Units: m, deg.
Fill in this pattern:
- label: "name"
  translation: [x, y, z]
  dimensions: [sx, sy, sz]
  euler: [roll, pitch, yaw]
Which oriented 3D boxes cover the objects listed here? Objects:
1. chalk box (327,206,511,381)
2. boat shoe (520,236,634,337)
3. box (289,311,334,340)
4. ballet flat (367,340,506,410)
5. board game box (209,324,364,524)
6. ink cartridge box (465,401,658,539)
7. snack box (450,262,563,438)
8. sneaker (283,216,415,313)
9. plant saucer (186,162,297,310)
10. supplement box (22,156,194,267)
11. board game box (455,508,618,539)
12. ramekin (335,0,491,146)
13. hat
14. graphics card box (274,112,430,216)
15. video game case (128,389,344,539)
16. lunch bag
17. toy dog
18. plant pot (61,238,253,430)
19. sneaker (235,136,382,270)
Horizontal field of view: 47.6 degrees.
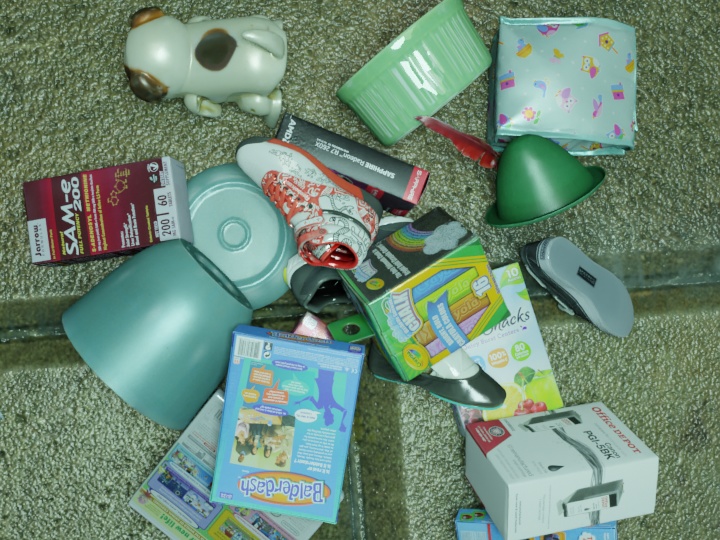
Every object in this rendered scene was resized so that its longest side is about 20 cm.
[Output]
- label: "chalk box"
  translation: [0.056, 0.038, 0.988]
  dimensions: [0.198, 0.125, 0.125]
  euler: [-31, 117, -5]
- label: "boat shoe"
  translation: [0.293, 0.026, 1.108]
  dimensions: [0.198, 0.068, 0.074]
  euler: [32, 71, -27]
- label: "box"
  translation: [-0.088, 0.159, 1.046]
  dimensions: [0.095, 0.100, 0.201]
  euler: [35, 84, -3]
- label: "ballet flat"
  translation: [0.091, 0.121, 1.035]
  dimensions: [0.198, 0.068, 0.069]
  euler: [11, 117, 31]
- label: "board game box"
  translation: [-0.083, 0.175, 0.931]
  dimensions: [0.150, 0.045, 0.203]
  euler: [10, 98, 0]
- label: "ink cartridge box"
  translation: [0.246, 0.245, 1.020]
  dimensions: [0.197, 0.147, 0.084]
  euler: [-7, 111, -12]
- label: "snack box"
  translation: [0.173, 0.108, 1.098]
  dimensions: [0.140, 0.053, 0.203]
  euler: [-17, 88, -7]
- label: "sneaker"
  translation: [0.000, 0.000, 1.066]
  dimensions: [0.197, 0.075, 0.085]
  euler: [-23, 44, 1]
- label: "plant saucer"
  translation: [-0.167, -0.046, 1.086]
  dimensions: [0.196, 0.036, 0.204]
  euler: [0, 87, -5]
- label: "supplement box"
  translation: [-0.321, -0.073, 1.043]
  dimensions: [0.197, 0.061, 0.111]
  euler: [-10, 87, 6]
- label: "board game box"
  translation: [0.227, 0.381, 1.034]
  dimensions: [0.197, 0.037, 0.154]
  euler: [-3, 105, 20]
- label: "ramekin"
  translation: [0.073, -0.250, 1.046]
  dimensions: [0.199, 0.200, 0.098]
  euler: [-40, 98, -7]
- label: "hat"
  translation: [0.202, -0.165, 1.031]
  dimensions: [0.164, 0.200, 0.178]
  euler: [-16, 107, 29]
- label: "graphics card box"
  translation: [-0.016, -0.133, 1.061]
  dimensions: [0.197, 0.125, 0.052]
  euler: [23, 85, -4]
- label: "video game case"
  translation: [-0.150, 0.274, 0.984]
  dimensions: [0.199, 0.022, 0.183]
  euler: [39, 99, -4]
- label: "lunch bag"
  translation: [0.275, -0.245, 1.100]
  dimensions: [0.196, 0.122, 0.173]
  euler: [2, 85, 0]
- label: "toy dog"
  translation: [-0.196, -0.257, 1.025]
  dimensions: [0.197, 0.194, 0.142]
  euler: [1, 98, -12]
- label: "plant pot"
  translation: [-0.227, 0.061, 0.982]
  dimensions: [0.201, 0.201, 0.161]
  euler: [44, 89, -1]
- label: "sneaker"
  translation: [-0.071, -0.077, 0.977]
  dimensions: [0.199, 0.067, 0.109]
  euler: [28, 49, -9]
